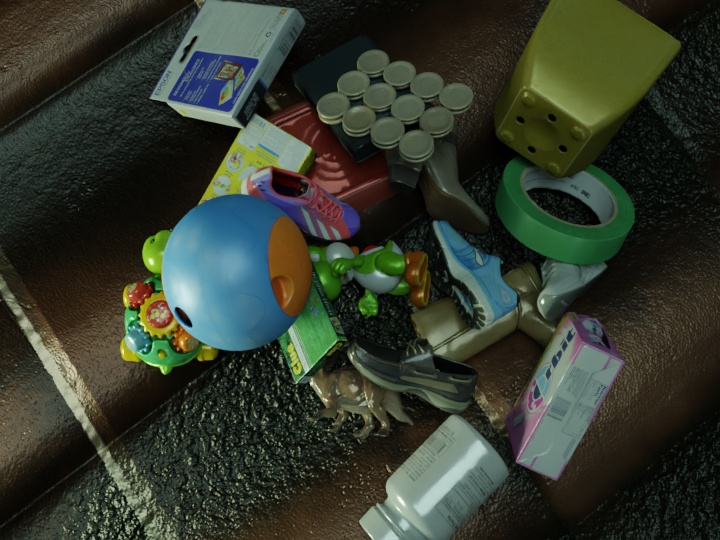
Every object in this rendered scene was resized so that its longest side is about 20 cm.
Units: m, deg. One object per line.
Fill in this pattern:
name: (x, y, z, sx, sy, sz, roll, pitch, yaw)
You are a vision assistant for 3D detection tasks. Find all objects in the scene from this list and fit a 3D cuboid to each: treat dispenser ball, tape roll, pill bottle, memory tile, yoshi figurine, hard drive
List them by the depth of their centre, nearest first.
treat dispenser ball: (-0.162, 0.002, 1.053, 0.196, 0.201, 0.206, 0, 78, -1)
pill bottle: (0.098, 0.307, 1.099, 0.200, 0.114, 0.115, -43, 82, -9)
memory tile: (0.048, -0.238, 1.149, 0.198, 0.017, 0.154, 29, 67, 24)
yoshi figurine: (-0.003, 0.015, 1.159, 0.196, 0.112, 0.115, 7, 100, 18)
tape roll: (0.296, -0.095, 1.167, 0.196, 0.049, 0.203, 8, 43, -7)
hard drive: (0.001, -0.265, 1.204, 0.138, 0.033, 0.201, -30, 58, -10)

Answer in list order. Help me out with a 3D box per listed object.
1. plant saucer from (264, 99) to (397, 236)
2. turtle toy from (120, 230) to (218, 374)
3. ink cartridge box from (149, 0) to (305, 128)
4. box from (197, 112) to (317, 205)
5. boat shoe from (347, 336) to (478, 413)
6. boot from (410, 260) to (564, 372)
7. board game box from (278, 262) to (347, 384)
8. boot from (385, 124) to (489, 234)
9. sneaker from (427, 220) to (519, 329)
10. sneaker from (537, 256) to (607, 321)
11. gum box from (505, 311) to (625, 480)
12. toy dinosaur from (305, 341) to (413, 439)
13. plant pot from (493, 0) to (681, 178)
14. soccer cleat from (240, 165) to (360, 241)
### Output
plant saucer: (-0.042, -0.185, 1.236, 0.197, 0.037, 0.203, -24, 81, -6)
turtle toy: (-0.278, 0.046, 1.149, 0.142, 0.101, 0.205, -1, 78, -2)
ink cartridge box: (-0.208, -0.324, 1.237, 0.198, 0.047, 0.200, 18, 75, 38)
box: (-0.162, -0.118, 1.195, 0.116, 0.048, 0.202, 31, 88, 13)
boat shoe: (0.076, 0.128, 1.110, 0.197, 0.075, 0.074, 23, 109, -19)
boot: (0.197, 0.099, 1.173, 0.197, 0.066, 0.177, -26, 68, -7)
board game box: (-0.090, 0.047, 1.132, 0.105, 0.023, 0.202, -44, 56, 29)
boot: (0.124, -0.160, 1.221, 0.198, 0.070, 0.149, 27, 59, -20)
sneaker: (0.162, 0.001, 1.165, 0.088, 0.079, 0.201, -14, 49, -19)
sneaker: (0.284, 0.010, 1.141, 0.080, 0.199, 0.071, 45, 123, 13)
gum box: (0.275, 0.163, 1.089, 0.065, 0.114, 0.203, 23, 107, -5)
toy dinosaur: (-0.007, 0.163, 1.145, 0.196, 0.086, 0.138, 13, 71, -5)
plant pot: (0.300, -0.255, 1.150, 0.193, 0.196, 0.201, 34, 60, 6)
soccer cleat: (-0.071, -0.095, 1.136, 0.197, 0.073, 0.070, 20, 62, -32)
